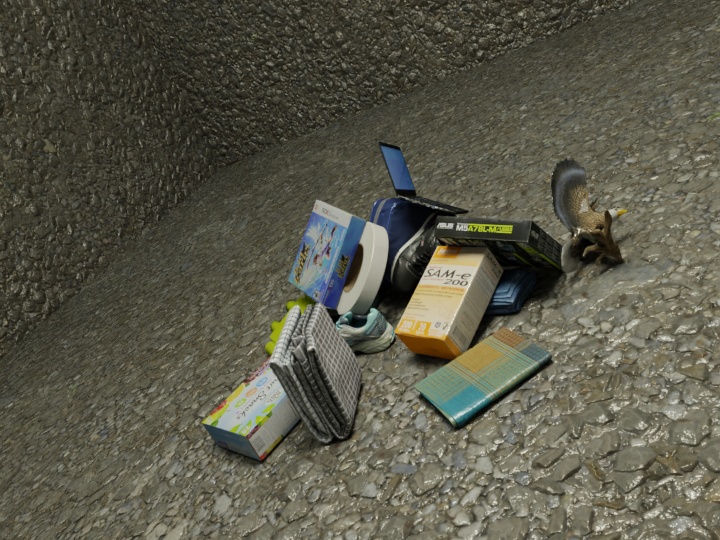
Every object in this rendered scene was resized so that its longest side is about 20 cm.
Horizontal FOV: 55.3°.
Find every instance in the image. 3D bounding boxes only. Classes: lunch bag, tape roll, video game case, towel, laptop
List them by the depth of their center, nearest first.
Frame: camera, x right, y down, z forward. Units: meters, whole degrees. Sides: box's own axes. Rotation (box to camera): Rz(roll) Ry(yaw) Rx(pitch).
[{"bbox_3d":[0.200,0.172,1.136,0.198,0.022,0.146,-31,23,-11],"label":"towel"},{"bbox_3d":[-0.067,0.173,1.208,0.084,0.203,0.167,-18,25,19],"label":"towel"},{"bbox_3d":[0.236,0.039,1.342,0.197,0.049,0.112,-7,30,43],"label":"towel"},{"bbox_3d":[0.000,0.000,1.452,0.206,0.036,0.204,-90,26,-43],"label":"tape roll"},{"bbox_3d":[0.139,-0.196,1.475,0.196,0.106,0.177,18,11,16],"label":"laptop"},{"bbox_3d":[-0.078,-0.040,1.521,0.181,0.045,0.204,28,100,58],"label":"video game case"},{"bbox_3d":[0.087,-0.057,1.544,0.133,0.205,0.132,11,4,-22],"label":"lunch bag"}]

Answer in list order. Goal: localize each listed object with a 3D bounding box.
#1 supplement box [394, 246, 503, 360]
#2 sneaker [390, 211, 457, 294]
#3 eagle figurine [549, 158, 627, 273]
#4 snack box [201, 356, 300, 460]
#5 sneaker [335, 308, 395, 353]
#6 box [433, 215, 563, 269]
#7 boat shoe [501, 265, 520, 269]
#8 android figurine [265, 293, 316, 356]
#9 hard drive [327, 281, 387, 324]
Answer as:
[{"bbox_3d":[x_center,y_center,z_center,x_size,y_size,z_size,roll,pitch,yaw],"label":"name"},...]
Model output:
[{"bbox_3d":[0.164,0.056,1.271,0.125,0.074,0.202,3,56,46],"label":"supplement box"},{"bbox_3d":[0.136,-0.039,1.446,0.202,0.075,0.087,-57,19,-5],"label":"sneaker"},{"bbox_3d":[0.424,-0.095,1.293,0.148,0.154,0.201,4,34,-19],"label":"eagle figurine"},{"bbox_3d":[-0.183,0.261,1.333,0.167,0.068,0.200,-1,36,49],"label":"snack box"},{"bbox_3d":[-0.030,0.127,1.410,0.197,0.087,0.078,-20,26,22],"label":"sneaker"},{"bbox_3d":[0.265,-0.051,1.293,0.190,0.199,0.049,3,78,37],"label":"box"},{"bbox_3d":[0.291,-0.056,1.464,0.071,0.060,0.200,-29,22,-9],"label":"boat shoe"},{"bbox_3d":[-0.144,0.127,1.568,0.183,0.041,0.199,-52,25,-7],"label":"android figurine"},{"bbox_3d":[-0.004,0.056,1.610,0.137,0.033,0.201,-13,27,33],"label":"hard drive"}]
